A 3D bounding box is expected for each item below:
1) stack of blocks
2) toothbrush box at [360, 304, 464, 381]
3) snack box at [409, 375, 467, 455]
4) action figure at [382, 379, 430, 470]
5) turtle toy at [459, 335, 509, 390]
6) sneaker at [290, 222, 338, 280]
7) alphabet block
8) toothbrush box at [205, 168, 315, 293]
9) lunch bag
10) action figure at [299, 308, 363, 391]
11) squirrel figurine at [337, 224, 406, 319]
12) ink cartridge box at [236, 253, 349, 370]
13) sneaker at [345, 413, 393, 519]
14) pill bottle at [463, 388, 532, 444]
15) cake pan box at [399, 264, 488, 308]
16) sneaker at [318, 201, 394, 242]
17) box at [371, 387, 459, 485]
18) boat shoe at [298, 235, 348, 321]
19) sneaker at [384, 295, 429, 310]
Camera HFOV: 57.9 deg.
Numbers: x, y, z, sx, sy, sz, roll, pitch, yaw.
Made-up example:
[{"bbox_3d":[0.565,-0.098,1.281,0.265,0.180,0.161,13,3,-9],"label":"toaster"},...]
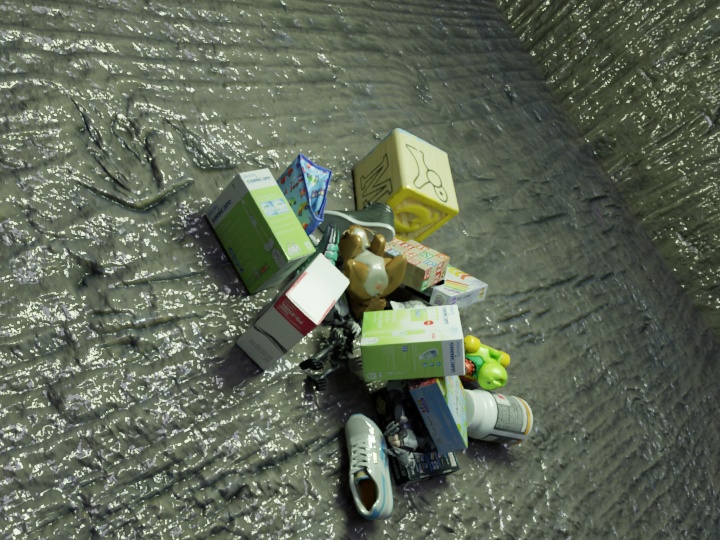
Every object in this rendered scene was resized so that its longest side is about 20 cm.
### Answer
[{"bbox_3d":[0.099,-0.030,1.569,0.199,0.059,0.115,27,31,28],"label":"stack of blocks"},{"bbox_3d":[0.104,0.144,1.309,0.146,0.198,0.087,-81,166,-66],"label":"toothbrush box"},{"bbox_3d":[0.166,0.254,1.368,0.200,0.067,0.170,-69,137,-65],"label":"snack box"},{"bbox_3d":[0.088,0.301,1.311,0.130,0.069,0.202,43,35,-54],"label":"action figure"},{"bbox_3d":[0.283,0.223,1.571,0.145,0.200,0.102,27,84,-27],"label":"turtle toy"},{"bbox_3d":[-0.100,-0.009,1.368,0.087,0.074,0.202,10,82,5],"label":"sneaker"},{"bbox_3d":[0.114,-0.210,1.694,0.194,0.196,0.201,19,50,-32],"label":"alphabet block"},{"bbox_3d":[-0.205,-0.079,1.315,0.086,0.145,0.201,-23,78,-50],"label":"toothbrush box"},{"bbox_3d":[-0.137,-0.123,1.404,0.094,0.150,0.201,25,40,-29],"label":"lunch bag"},{"bbox_3d":[-0.038,0.159,1.341,0.200,0.101,0.120,-48,132,-47],"label":"action figure"},{"bbox_3d":[0.000,0.000,1.470,0.140,0.201,0.187,-14,37,-20],"label":"squirrel figurine"},{"bbox_3d":[-0.131,0.081,1.241,0.084,0.200,0.145,43,40,-6],"label":"ink cartridge box"},{"bbox_3d":[0.012,0.371,1.246,0.081,0.076,0.201,43,29,-61],"label":"sneaker"},{"bbox_3d":[0.303,0.342,1.532,0.199,0.116,0.117,19,50,-34],"label":"pill bottle"},{"bbox_3d":[0.194,0.032,1.629,0.183,0.053,0.199,28,24,34],"label":"cake pan box"},{"bbox_3d":[-0.008,-0.125,1.568,0.198,0.071,0.100,10,40,7],"label":"sneaker"},{"bbox_3d":[0.119,0.349,1.405,0.158,0.046,0.201,5,59,-42],"label":"box"},{"bbox_3d":[-0.079,0.013,1.442,0.065,0.072,0.201,-8,69,-51],"label":"boat shoe"},{"bbox_3d":[0.095,0.097,1.543,0.088,0.076,0.200,50,39,-4],"label":"sneaker"}]
